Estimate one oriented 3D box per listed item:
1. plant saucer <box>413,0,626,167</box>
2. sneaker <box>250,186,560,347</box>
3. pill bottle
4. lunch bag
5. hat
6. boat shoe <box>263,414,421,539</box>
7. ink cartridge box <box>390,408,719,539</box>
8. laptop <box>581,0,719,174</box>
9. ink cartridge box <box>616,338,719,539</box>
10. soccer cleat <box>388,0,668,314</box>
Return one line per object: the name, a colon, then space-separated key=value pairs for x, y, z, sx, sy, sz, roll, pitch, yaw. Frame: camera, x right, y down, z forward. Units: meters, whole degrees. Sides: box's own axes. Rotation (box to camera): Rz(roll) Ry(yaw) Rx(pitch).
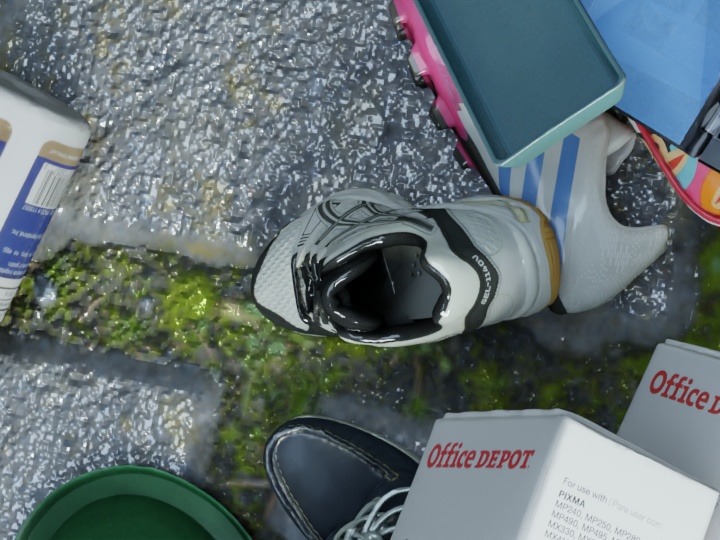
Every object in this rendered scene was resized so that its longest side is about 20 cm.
plant saucer: x=0.064 y=-0.127 z=0.956 sx=0.070 sy=0.019 sz=0.200 roll=-34 pitch=44 yaw=12
sneaker: x=0.000 y=0.000 z=0.994 sx=0.200 sy=0.087 sz=0.076 roll=-9 pitch=97 yaw=47
pill bottle: x=-0.236 y=-0.015 z=1.101 sx=0.111 sy=0.111 sz=0.201 roll=29 pitch=95 yaw=20
lunch bag: x=0.207 y=-0.131 z=0.963 sx=0.200 sy=0.082 sz=0.177 roll=-33 pitch=75 yaw=15
hat: x=-0.141 y=0.194 z=1.011 sx=0.200 sy=0.176 sz=0.166 roll=40 pitch=101 yaw=18
boat shoe: x=0.022 y=0.145 z=1.018 sx=0.075 sy=0.062 sz=0.200 roll=-47 pitch=73 yaw=9
ink cartridge box: x=0.057 y=0.167 z=0.868 sx=0.084 sy=0.145 sz=0.201 roll=26 pitch=77 yaw=-17
laptop: x=0.162 y=-0.150 z=0.886 sx=0.116 sy=0.200 sz=0.188 roll=30 pitch=97 yaw=-9
ink cartridge box: x=0.154 y=0.145 z=0.905 sx=0.086 sy=0.146 sz=0.201 roll=28 pitch=86 yaw=-20
soccer cleat: x=0.085 y=-0.076 z=1.019 sx=0.086 sy=0.070 sz=0.201 roll=-27 pitch=80 yaw=1
